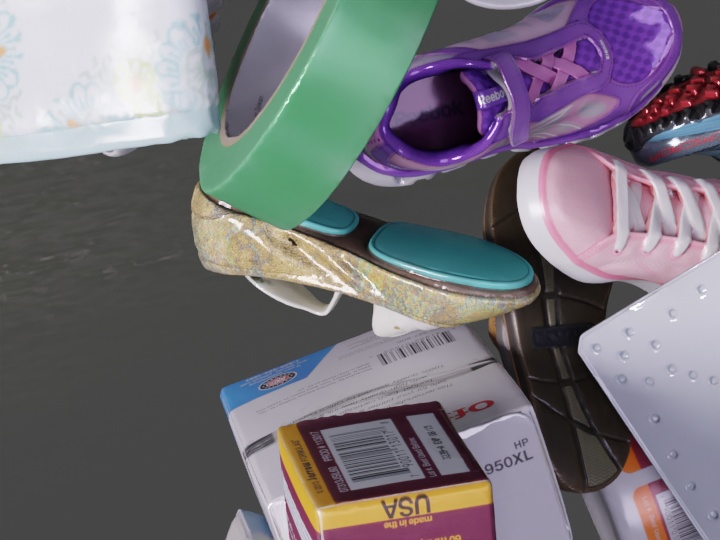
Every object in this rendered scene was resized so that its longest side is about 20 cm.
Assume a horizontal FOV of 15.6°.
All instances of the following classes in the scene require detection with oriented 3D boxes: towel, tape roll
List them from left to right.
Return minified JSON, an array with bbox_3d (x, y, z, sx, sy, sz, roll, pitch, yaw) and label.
[{"bbox_3d":[-0.174,-0.142,1.338,0.199,0.048,0.172,-5,101,19],"label":"towel"},{"bbox_3d":[-0.017,-0.120,1.336,0.048,0.200,0.201,26,98,-15],"label":"tape roll"}]

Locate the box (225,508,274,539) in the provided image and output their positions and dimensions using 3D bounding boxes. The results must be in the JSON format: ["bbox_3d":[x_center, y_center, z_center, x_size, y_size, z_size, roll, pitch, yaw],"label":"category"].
[{"bbox_3d":[0.014,0.226,1.468,0.199,0.128,0.109,16,101,-13],"label":"box"}]

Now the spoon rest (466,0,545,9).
[{"bbox_3d":[0.074,-0.238,1.397,0.099,0.061,0.201,-9,105,-7],"label":"spoon rest"}]

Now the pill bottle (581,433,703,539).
[{"bbox_3d":[0.225,0.095,1.482,0.200,0.110,0.110,-21,107,-4],"label":"pill bottle"}]

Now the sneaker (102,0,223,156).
[{"bbox_3d":[-0.117,-0.158,1.384,0.077,0.078,0.201,18,108,15],"label":"sneaker"}]

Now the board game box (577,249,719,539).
[{"bbox_3d":[0.245,0.070,1.365,0.200,0.026,0.200,-33,92,31],"label":"board game box"}]

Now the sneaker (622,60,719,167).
[{"bbox_3d":[0.247,-0.070,1.460,0.199,0.079,0.096,-11,108,-7],"label":"sneaker"}]

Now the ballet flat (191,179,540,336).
[{"bbox_3d":[0.000,0.000,1.415,0.200,0.071,0.071,18,102,14],"label":"ballet flat"}]

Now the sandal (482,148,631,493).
[{"bbox_3d":[0.104,0.028,1.444,0.082,0.055,0.201,-2,74,-25],"label":"sandal"}]

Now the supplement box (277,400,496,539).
[{"bbox_3d":[0.019,0.179,1.259,0.085,0.110,0.201,-9,109,-9],"label":"supplement box"}]

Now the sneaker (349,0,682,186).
[{"bbox_3d":[0.083,-0.098,1.410,0.200,0.088,0.081,-20,92,-3],"label":"sneaker"}]

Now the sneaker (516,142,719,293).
[{"bbox_3d":[0.179,-0.028,1.412,0.200,0.104,0.076,24,58,-41],"label":"sneaker"}]

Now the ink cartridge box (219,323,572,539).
[{"bbox_3d":[0.015,0.102,1.399,0.144,0.200,0.084,-20,107,-4],"label":"ink cartridge box"}]
